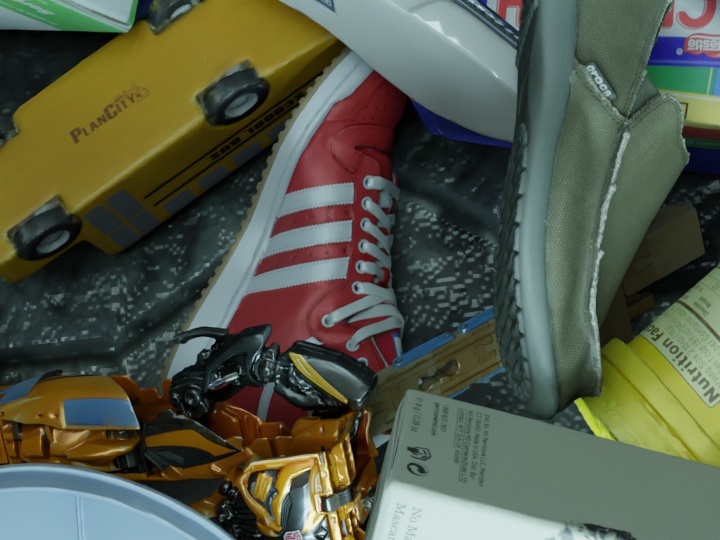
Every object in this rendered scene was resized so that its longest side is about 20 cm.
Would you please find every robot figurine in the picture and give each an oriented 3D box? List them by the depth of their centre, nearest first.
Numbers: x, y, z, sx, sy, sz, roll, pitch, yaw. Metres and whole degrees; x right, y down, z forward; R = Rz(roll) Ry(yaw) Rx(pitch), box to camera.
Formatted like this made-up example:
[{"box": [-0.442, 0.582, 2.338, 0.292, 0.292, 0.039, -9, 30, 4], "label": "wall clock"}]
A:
[{"box": [-0.073, 0.096, 0.738, 0.198, 0.058, 0.146, -4, 112, 19], "label": "robot figurine"}]

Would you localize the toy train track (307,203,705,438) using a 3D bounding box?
[{"box": [0.061, 0.021, 0.789, 0.199, 0.116, 0.032, -27, 27, -21], "label": "toy train track"}]

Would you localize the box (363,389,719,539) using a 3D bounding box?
[{"box": [0.098, 0.113, 0.642, 0.198, 0.069, 0.083, 13, 115, 1], "label": "box"}]

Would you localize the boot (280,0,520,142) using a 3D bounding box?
[{"box": [0.018, -0.141, 0.783, 0.199, 0.073, 0.091, 35, 72, 13], "label": "boot"}]

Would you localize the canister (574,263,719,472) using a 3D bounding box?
[{"box": [0.188, 0.020, 0.738, 0.200, 0.149, 0.087, -41, 72, 0], "label": "canister"}]

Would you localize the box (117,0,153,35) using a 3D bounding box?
[{"box": [-0.053, -0.202, 0.888, 0.199, 0.048, 0.118, -34, 65, 2], "label": "box"}]

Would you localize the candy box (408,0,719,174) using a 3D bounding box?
[{"box": [0.121, -0.154, 0.826, 0.167, 0.077, 0.202, 8, 81, 18], "label": "candy box"}]

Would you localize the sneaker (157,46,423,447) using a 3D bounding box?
[{"box": [0.000, 0.000, 0.826, 0.112, 0.071, 0.201, 28, 92, 20], "label": "sneaker"}]

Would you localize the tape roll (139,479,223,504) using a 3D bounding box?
[{"box": [-0.103, 0.176, 0.816, 0.198, 0.066, 0.203, -3, 78, 13], "label": "tape roll"}]

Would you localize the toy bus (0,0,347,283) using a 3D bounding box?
[{"box": [-0.095, -0.071, 0.858, 0.199, 0.078, 0.065, -35, 70, 4], "label": "toy bus"}]

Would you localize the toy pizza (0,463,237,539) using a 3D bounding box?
[{"box": [-0.102, 0.157, 0.724, 0.198, 0.032, 0.202, 7, 119, 13], "label": "toy pizza"}]

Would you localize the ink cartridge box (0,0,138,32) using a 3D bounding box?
[{"box": [-0.186, -0.194, 0.861, 0.199, 0.084, 0.148, 6, 83, 40], "label": "ink cartridge box"}]

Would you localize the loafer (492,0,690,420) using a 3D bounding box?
[{"box": [0.091, -0.043, 0.686, 0.069, 0.075, 0.202, 7, 76, -1], "label": "loafer"}]
